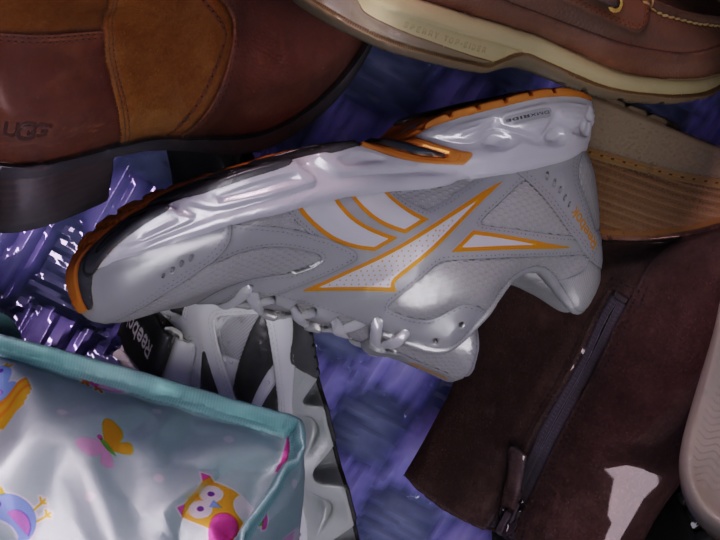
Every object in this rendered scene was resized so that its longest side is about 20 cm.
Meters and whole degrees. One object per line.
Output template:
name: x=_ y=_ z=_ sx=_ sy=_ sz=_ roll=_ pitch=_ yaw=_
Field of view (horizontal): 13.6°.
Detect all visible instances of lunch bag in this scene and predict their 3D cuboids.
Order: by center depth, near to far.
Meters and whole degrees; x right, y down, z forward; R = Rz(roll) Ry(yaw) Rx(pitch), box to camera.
lunch bag: x=-0.127 y=0.109 z=1.071 sx=0.199 sy=0.122 sz=0.171 roll=16 pitch=139 yaw=11

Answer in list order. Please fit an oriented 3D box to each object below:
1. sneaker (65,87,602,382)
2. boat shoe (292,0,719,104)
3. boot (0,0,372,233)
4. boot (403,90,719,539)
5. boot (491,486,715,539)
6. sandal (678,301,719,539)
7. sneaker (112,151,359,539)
sneaker: x=0.000 y=0.000 z=1.024 sx=0.199 sy=0.076 sz=0.092 roll=-15 pitch=94 yaw=-20
boat shoe: x=0.065 y=-0.102 z=1.030 sx=0.200 sy=0.072 sz=0.068 roll=7 pitch=109 yaw=-44
boot: x=-0.060 y=-0.125 z=0.978 sx=0.188 sy=0.069 sz=0.201 roll=-21 pitch=142 yaw=-27
boot: x=0.126 y=0.041 z=1.085 sx=0.199 sy=0.072 sz=0.167 roll=24 pitch=95 yaw=27
boot: x=0.129 y=0.084 z=1.144 sx=0.157 sy=0.079 sz=0.212 roll=2 pitch=104 yaw=1
sandal: x=0.147 y=-0.003 z=1.007 sx=0.081 sy=0.055 sz=0.201 roll=19 pitch=93 yaw=27
sneaker: x=-0.059 y=0.032 z=1.103 sx=0.088 sy=0.074 sz=0.201 roll=-13 pitch=112 yaw=-3
